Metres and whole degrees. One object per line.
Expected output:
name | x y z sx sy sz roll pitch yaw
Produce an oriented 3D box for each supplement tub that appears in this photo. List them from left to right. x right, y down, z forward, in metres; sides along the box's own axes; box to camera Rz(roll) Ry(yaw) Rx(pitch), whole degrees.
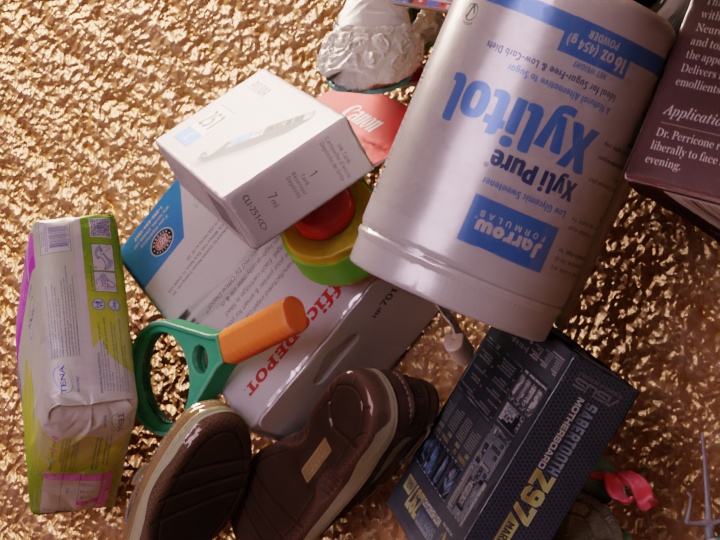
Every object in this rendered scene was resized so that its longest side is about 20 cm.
supplement tub | 0.089 -0.073 1.292 0.132 0.132 0.200 25 94 40

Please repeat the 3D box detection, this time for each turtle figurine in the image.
turtle figurine | 0.133 0.184 1.332 0.150 0.101 0.200 10 86 39

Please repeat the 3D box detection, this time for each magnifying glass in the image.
magnifying glass | -0.100 0.057 1.485 0.200 0.022 0.080 -26 73 48

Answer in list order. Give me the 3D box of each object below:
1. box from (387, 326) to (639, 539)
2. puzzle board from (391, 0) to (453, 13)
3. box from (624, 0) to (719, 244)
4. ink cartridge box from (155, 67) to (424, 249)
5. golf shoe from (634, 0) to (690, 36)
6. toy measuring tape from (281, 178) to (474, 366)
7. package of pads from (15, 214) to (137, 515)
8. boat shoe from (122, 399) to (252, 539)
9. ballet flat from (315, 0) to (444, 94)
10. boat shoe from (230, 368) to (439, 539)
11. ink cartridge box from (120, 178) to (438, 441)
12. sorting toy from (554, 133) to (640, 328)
box | 0.087 0.110 1.349 0.158 0.051 0.200 -59 10 3
puzzle board | 0.119 -0.242 1.413 0.150 0.017 0.200 12 65 24
box | 0.286 -0.100 1.270 0.166 0.164 0.200 19 85 41
ink cartridge box | -0.031 -0.097 1.441 0.176 0.045 0.200 -33 21 -8
golf shoe | 0.156 -0.141 1.430 0.200 0.097 0.078 -51 53 13
toy measuring tape | 0.000 0.000 1.407 0.074 0.074 0.200 -45 50 16
package of pads | -0.205 0.074 1.578 0.200 0.068 0.155 111 153 -59
boat shoe | -0.133 0.156 1.520 0.076 0.072 0.200 59 136 42
ballet flat | 0.013 -0.167 1.481 0.072 0.200 0.072 3 107 10
boat shoe | -0.013 0.133 1.475 0.202 0.075 0.075 -45 58 46
ink cartridge box | -0.058 0.004 1.546 0.146 0.086 0.200 -50 53 12
sorting toy | 0.101 -0.090 1.425 0.200 0.036 0.185 51 135 35
